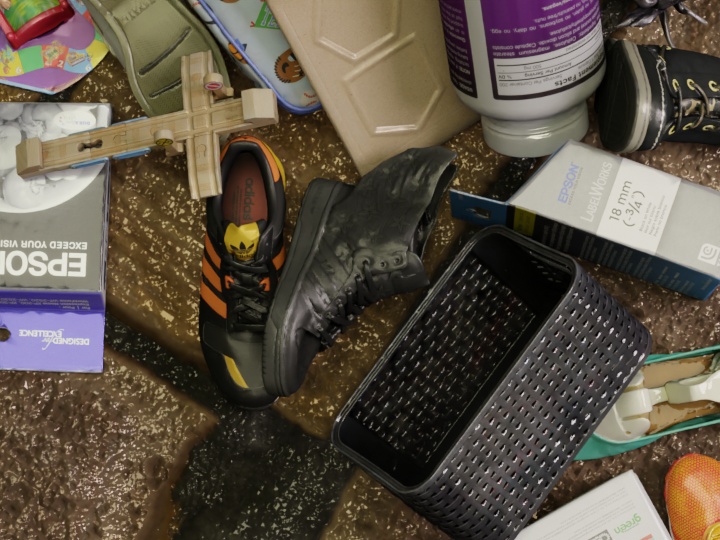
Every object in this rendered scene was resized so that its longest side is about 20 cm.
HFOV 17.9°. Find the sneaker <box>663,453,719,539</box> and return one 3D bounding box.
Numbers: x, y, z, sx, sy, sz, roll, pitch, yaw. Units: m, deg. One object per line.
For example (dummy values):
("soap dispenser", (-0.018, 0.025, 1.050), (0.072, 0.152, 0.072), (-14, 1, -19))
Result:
("sneaker", (0.278, 0.220, 1.623), (0.073, 0.077, 0.200), (-25, 81, -4))

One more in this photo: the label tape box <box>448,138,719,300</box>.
("label tape box", (0.168, -0.044, 1.633), (0.199, 0.144, 0.063), (19, 85, 5))

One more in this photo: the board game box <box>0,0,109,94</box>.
("board game box", (-0.273, -0.225, 1.731), (0.199, 0.039, 0.159), (13, 82, 5))

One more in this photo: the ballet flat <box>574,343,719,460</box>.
("ballet flat", (0.220, 0.088, 1.649), (0.199, 0.070, 0.068), (-14, 81, 0))

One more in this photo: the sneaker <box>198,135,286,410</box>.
("sneaker", (-0.087, -0.001, 1.664), (0.070, 0.090, 0.201), (-1, 81, 2))

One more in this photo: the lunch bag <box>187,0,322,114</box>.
("lunch bag", (-0.051, -0.229, 1.671), (0.160, 0.076, 0.200), (-38, 110, -1))

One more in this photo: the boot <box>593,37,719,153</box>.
("boot", (0.247, -0.117, 1.621), (0.153, 0.204, 0.074), (10, 104, -1))

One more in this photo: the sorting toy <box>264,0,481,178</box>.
("sorting toy", (0.041, -0.181, 1.657), (0.185, 0.036, 0.200), (-33, 125, -6))

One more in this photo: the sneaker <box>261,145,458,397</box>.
("sneaker", (0.000, 0.001, 1.638), (0.104, 0.060, 0.200), (10, 71, 13))

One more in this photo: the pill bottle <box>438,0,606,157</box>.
("pill bottle", (0.111, -0.184, 1.597), (0.112, 0.113, 0.201), (-10, 122, 1))

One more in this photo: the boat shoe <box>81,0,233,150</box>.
("boat shoe", (-0.156, -0.182, 1.703), (0.075, 0.068, 0.200), (-29, 103, 3))

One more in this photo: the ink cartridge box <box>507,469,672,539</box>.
("ink cartridge box", (0.145, 0.266, 1.618), (0.200, 0.084, 0.176), (-28, 83, -2))

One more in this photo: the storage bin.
("storage bin", (0.091, 0.083, 1.609), (0.094, 0.135, 0.200), (42, 83, -32))

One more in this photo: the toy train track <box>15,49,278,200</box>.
("toy train track", (-0.159, -0.102, 1.647), (0.199, 0.033, 0.115), (-12, 67, 14))

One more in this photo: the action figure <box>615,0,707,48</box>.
("action figure", (0.208, -0.256, 1.644), (0.119, 0.200, 0.102), (-31, 51, -15))

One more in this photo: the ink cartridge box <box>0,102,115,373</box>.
("ink cartridge box", (-0.285, -0.027, 1.701), (0.197, 0.043, 0.201), (1, 83, 2))
